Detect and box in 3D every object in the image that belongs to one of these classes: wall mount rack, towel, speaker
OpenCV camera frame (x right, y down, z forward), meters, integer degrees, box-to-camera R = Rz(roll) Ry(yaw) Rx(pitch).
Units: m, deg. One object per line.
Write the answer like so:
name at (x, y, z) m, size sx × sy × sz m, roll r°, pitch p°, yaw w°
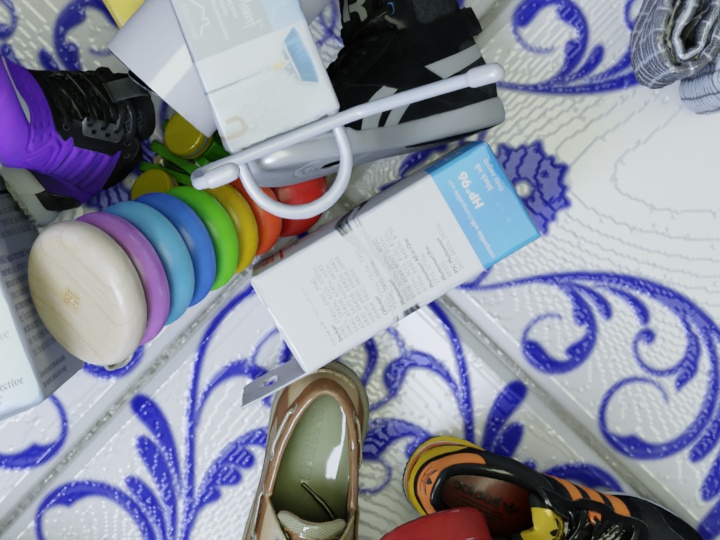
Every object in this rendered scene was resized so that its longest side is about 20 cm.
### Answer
wall mount rack at (-0.029, -0.130, 1.115) m, size 0.173 × 0.075 × 0.201 m, roll -22°, pitch 100°, yaw -4°
towel at (0.229, -0.193, 1.231) m, size 0.085 × 0.166 × 0.201 m, roll 27°, pitch 92°, yaw 2°
speaker at (-0.051, -0.173, 1.184) m, size 0.081 × 0.081 × 0.200 m, roll 41°, pitch 91°, yaw -4°

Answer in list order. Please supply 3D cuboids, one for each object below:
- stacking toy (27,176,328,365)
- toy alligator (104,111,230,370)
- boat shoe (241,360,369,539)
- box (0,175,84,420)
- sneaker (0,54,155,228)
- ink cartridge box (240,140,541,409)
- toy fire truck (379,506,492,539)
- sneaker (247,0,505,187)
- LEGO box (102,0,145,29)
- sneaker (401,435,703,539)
stacking toy at (-0.096, -0.022, 1.224) m, size 0.200 × 0.085 × 0.086 m, roll -32°, pitch 95°, yaw -43°
toy alligator at (-0.122, -0.038, 1.282) m, size 0.054 × 0.059 × 0.200 m, roll 30°, pitch 92°, yaw 37°
boat shoe at (-0.036, 0.156, 1.282) m, size 0.075 × 0.074 × 0.201 m, roll 4°, pitch 96°, yaw -2°
box at (-0.250, -0.009, 1.212) m, size 0.105 × 0.184 × 0.201 m, roll -20°, pitch 93°, yaw 0°
sneaker at (-0.170, -0.091, 1.203) m, size 0.099 × 0.200 × 0.070 m, roll -22°, pitch 76°, yaw -1°
ink cartridge box at (0.000, 0.000, 1.255) m, size 0.200 × 0.116 × 0.068 m, roll -31°, pitch 94°, yaw -1°
toy fire truck at (0.034, 0.226, 1.233) m, size 0.199 × 0.168 × 0.112 m, roll -25°, pitch 68°, yaw 12°
sneaker at (-0.008, -0.119, 1.240) m, size 0.200 × 0.073 × 0.112 m, roll -15°, pitch 86°, yaw -43°
LEGO box at (-0.117, -0.242, 1.257) m, size 0.149 × 0.077 × 0.200 m, roll -32°, pitch 94°, yaw -1°
sneaker at (0.121, 0.161, 1.281) m, size 0.199 × 0.090 × 0.070 m, roll 20°, pitch 92°, yaw -3°
